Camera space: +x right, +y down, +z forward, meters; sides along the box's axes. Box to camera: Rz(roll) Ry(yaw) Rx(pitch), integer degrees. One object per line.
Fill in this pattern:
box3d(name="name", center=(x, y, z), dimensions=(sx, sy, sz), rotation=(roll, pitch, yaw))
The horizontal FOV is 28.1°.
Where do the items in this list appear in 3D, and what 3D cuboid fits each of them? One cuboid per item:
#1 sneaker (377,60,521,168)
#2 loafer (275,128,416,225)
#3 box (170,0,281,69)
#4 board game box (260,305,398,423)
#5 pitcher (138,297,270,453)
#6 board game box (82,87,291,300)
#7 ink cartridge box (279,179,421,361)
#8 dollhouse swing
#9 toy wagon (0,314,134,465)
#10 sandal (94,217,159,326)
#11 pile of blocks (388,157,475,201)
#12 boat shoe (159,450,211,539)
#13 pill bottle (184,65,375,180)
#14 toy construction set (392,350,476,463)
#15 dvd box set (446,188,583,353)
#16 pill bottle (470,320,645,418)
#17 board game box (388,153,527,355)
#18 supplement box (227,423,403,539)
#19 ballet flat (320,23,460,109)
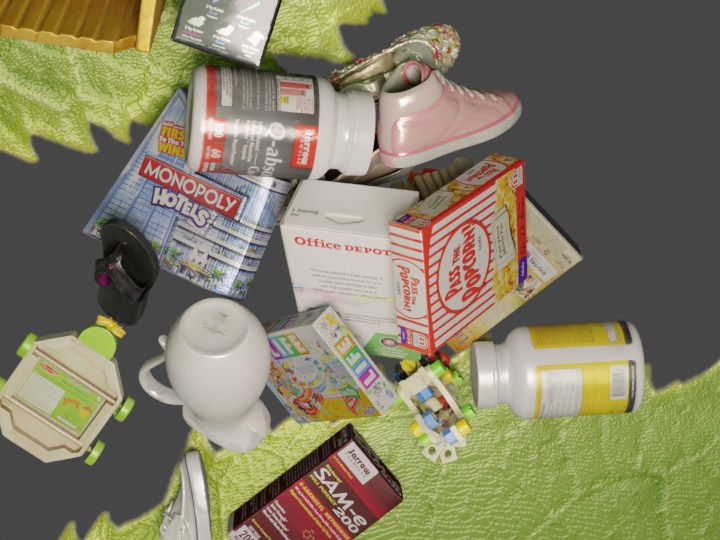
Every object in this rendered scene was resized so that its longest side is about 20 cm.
box3d(name="sneaker", center=(0.101, -0.195, 1.626), dimensions=(0.199, 0.075, 0.105), rotation=(-24, 118, -29))
box3d(name="loafer", center=(-0.032, -0.119, 1.672), dimensions=(0.199, 0.072, 0.063), rotation=(-22, 145, 0))
box3d(name="box", center=(-0.130, -0.339, 1.591), dimensions=(0.105, 0.122, 0.201), rotation=(17, 103, -7))
box3d(name="board game box", center=(-0.055, 0.114, 1.683), dimensions=(0.034, 0.200, 0.135), rotation=(-44, 104, -29))
box3d(name="pitcher", center=(-0.187, 0.114, 1.680), dimensions=(0.170, 0.122, 0.201), rotation=(16, 145, 10))
box3d(name="board game box", center=(-0.191, -0.096, 1.655), dimensions=(0.199, 0.062, 0.201), rotation=(24, 98, 15))
box3d(name="ink cartridge box", center=(0.000, 0.000, 1.638), dimensions=(0.144, 0.084, 0.201), rotation=(7, 137, 16))
box3d(name="dollhouse swing", center=(-0.309, -0.362, 1.559), dimensions=(0.198, 0.182, 0.177), rotation=(9, 124, -5))
box3d(name="toy wagon", center=(-0.351, 0.137, 1.745), dimensions=(0.155, 0.040, 0.201), rotation=(35, 99, -11))
box3d(name="sandal", center=(-0.274, 0.014, 1.650), dimensions=(0.075, 0.048, 0.201), rotation=(28, 146, 7))
box3d(name="pile of blocks", center=(0.062, -0.081, 1.710), dimensions=(0.199, 0.082, 0.062), rotation=(-19, 60, -7))
box3d(name="boat shoe", center=(-0.218, 0.321, 1.783), dimensions=(0.065, 0.074, 0.202), rotation=(-4, 104, -7))
box3d(name="pill bottle", center=(-0.090, -0.160, 1.577), dimensions=(0.198, 0.116, 0.117), rotation=(3, 105, -11))
box3d(name="toy construction set", center=(0.093, 0.162, 1.715), dimensions=(0.092, 0.200, 0.132), rotation=(-32, 73, -3))
box3d(name="dvd box set", center=(0.143, -0.008, 1.708), dimensions=(0.200, 0.029, 0.146), rotation=(-40, 110, 20))
box3d(name="pill bottle", center=(0.236, 0.121, 1.736), dimensions=(0.198, 0.112, 0.113), rotation=(-3, 105, -2))
box3d(name="board game box", center=(0.111, -0.021, 1.580), dimensions=(0.046, 0.200, 0.153), rotation=(16, 126, 35))
box3d(name="supplement box", center=(-0.056, 0.297, 1.792), dimensions=(0.200, 0.061, 0.109), rotation=(-39, 103, 6))
box3d(name="ballet flat", center=(0.029, -0.220, 1.661), dimensions=(0.199, 0.064, 0.076), rotation=(-28, 103, 4))
